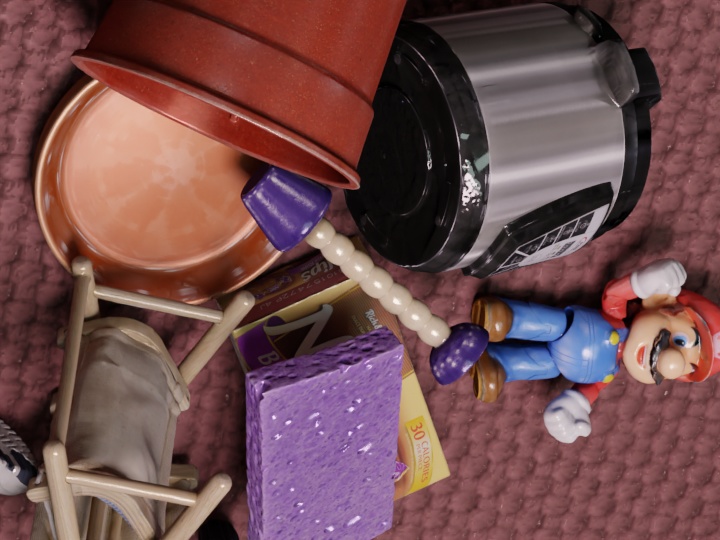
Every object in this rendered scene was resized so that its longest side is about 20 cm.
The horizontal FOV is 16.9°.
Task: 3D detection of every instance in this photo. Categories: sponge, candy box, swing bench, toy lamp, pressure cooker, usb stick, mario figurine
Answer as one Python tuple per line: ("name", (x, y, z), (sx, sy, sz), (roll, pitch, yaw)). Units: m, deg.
("sponge", (-0.027, 0.131, 1.714), (0.111, 0.030, 0.200), (-20, 138, -21))
("candy box", (-0.018, 0.086, 1.784), (0.117, 0.056, 0.200), (-23, 123, -6))
("swing bench", (-0.161, 0.136, 1.655), (0.130, 0.199, 0.200), (12, 128, -8))
("toy lamp", (0.000, 0.000, 1.688), (0.200, 0.058, 0.058), (43, 99, -15))
("pressure cooker", (0.103, -0.096, 1.648), (0.200, 0.176, 0.179), (-11, 119, -32))
("usb stick", (-0.097, 0.212, 1.745), (0.033, 0.200, 0.056), (-20, 90, -5))
("mario figurine", (0.186, 0.059, 1.807), (0.200, 0.106, 0.123), (-3, 153, -9))

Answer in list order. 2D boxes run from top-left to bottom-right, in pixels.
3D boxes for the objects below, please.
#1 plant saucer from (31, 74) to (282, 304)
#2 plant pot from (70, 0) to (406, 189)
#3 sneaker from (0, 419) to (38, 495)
("plant saucer", (-0.129, -0.068, 1.677), (0.200, 0.032, 0.200), (-8, 120, -15))
("plant pot", (-0.054, -0.181, 1.542), (0.201, 0.201, 0.195), (26, 85, -29))
("sneaker", (-0.337, 0.148, 1.696), (0.199, 0.080, 0.130), (19, 111, -26))
